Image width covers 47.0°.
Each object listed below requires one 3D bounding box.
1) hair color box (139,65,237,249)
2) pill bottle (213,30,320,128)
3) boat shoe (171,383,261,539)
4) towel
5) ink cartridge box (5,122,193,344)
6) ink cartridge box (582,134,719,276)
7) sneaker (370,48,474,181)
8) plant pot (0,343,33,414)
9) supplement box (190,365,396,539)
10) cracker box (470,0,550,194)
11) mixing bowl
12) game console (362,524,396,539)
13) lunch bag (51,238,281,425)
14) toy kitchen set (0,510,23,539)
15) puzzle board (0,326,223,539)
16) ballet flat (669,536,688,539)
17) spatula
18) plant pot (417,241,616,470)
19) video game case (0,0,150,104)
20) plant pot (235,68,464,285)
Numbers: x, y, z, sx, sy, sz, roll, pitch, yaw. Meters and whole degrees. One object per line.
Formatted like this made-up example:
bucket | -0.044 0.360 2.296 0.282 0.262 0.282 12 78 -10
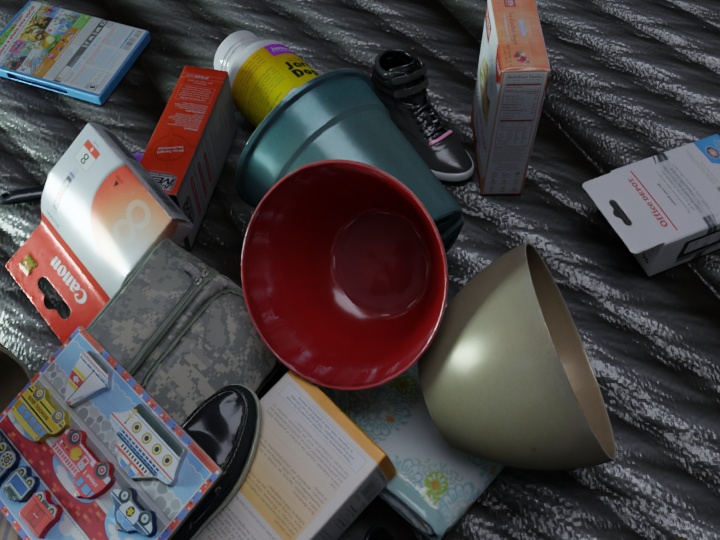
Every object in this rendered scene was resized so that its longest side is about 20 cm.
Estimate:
hair color box | -0.207 -0.138 0.994 0.060 0.102 0.202 8 55 6
pill bottle | -0.101 -0.222 1.052 0.104 0.105 0.200 -35 62 -23
boat shoe | -0.154 0.178 0.695 0.074 0.066 0.200 32 76 22
towel | 0.056 0.144 0.833 0.199 0.048 0.171 37 63 22
ink cartridge box | -0.295 -0.031 0.884 0.200 0.050 0.162 -47 70 6
ink cartridge box | 0.364 -0.073 0.976 0.197 0.068 0.117 -19 57 -14
sneaker | 0.073 -0.200 1.043 0.070 0.100 0.200 -30 62 -22
plant pot | -0.439 0.099 0.794 0.186 0.189 0.199 -36 48 -23
supplement box | -0.080 0.206 0.747 0.200 0.074 0.126 -44 65 -11
cracker box | 0.173 -0.206 0.986 0.057 0.201 0.136 0 54 -1
mixing bowl | 0.000 0.000 0.768 0.198 0.203 0.108 27 15 18
game console | 0.044 0.339 0.653 0.169 0.119 0.201 21 58 14
lunch bag | -0.178 0.095 0.818 0.167 0.140 0.201 35 61 2
toy kitchen set | -0.236 0.276 0.666 0.196 0.164 0.183 2 55 0
puzzle board | -0.226 0.159 0.679 0.199 0.017 0.151 37 83 26
ballet flat | 0.343 0.307 0.722 0.199 0.069 0.072 37 43 27
spatula | -0.346 -0.110 1.020 0.197 0.021 0.057 -18 45 -10
plant pot | 0.130 0.094 0.751 0.133 0.200 0.203 -24 53 19
video game case | -0.415 -0.309 1.162 0.197 0.018 0.144 17 57 10
plant pot | -0.001 -0.079 0.912 0.199 0.201 0.196 -35 70 -23
